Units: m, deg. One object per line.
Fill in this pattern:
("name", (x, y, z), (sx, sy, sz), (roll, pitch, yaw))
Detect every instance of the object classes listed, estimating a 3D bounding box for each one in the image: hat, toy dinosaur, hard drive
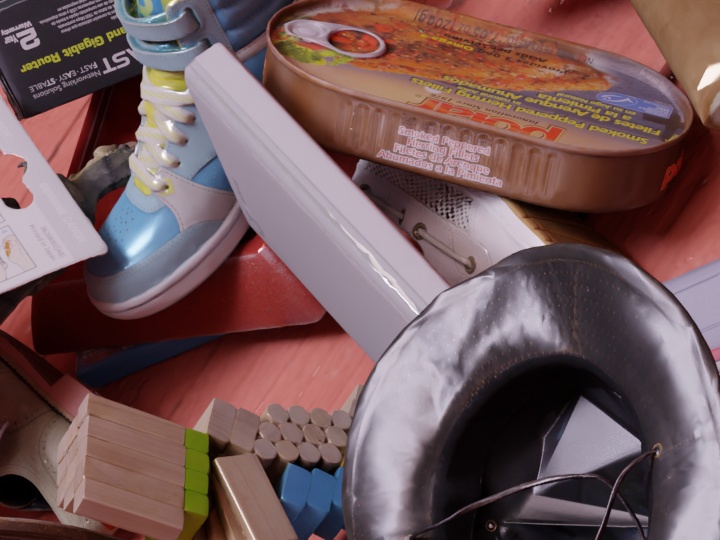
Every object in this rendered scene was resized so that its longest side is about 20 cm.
("hat", (0.086, 0.093, 1.048), (0.200, 0.081, 0.202), (-16, 65, 39))
("toy dinosaur", (-0.181, -0.005, 1.341), (0.088, 0.048, 0.201), (16, 58, 26))
("hard drive", (0.000, 0.000, 1.201), (0.026, 0.132, 0.200), (-36, 56, -10))

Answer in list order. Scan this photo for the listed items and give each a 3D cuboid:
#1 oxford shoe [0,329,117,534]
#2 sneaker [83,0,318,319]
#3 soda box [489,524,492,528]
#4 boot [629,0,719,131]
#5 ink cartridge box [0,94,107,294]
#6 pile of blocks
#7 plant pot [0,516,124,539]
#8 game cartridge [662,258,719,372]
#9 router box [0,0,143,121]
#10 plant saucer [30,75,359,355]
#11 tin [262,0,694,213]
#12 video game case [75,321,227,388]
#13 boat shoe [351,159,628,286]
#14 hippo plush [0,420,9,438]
("oxford shoe", (-0.178, 0.077, 1.379), (0.200, 0.071, 0.074), (27, 82, 48))
("sneaker", (-0.092, -0.082, 1.296), (0.200, 0.130, 0.079), (-53, 42, -3))
("soda box", (0.001, 0.160, 1.168), (0.199, 0.064, 0.069), (-16, 51, 31))
("boot", (0.127, -0.130, 1.241), (0.174, 0.066, 0.200), (-22, 44, -5))
("ink cartridge box", (-0.241, -0.003, 1.318), (0.199, 0.050, 0.162), (-24, 48, -18))
("pile of blocks", (-0.050, 0.102, 1.186), (0.062, 0.199, 0.082), (-55, 49, 39))
("plant pot", (-0.189, 0.225, 1.185), (0.199, 0.200, 0.200), (-14, 68, 33))
("game cartridge", (0.191, 0.063, 1.100), (0.132, 0.041, 0.201), (-22, 48, 22))
("router box", (-0.094, -0.164, 1.419), (0.199, 0.062, 0.150), (-21, 24, 10))
("plant saucer", (-0.081, -0.060, 1.395), (0.199, 0.037, 0.201), (-8, 57, 37))
("tin", (0.051, -0.076, 1.234), (0.199, 0.042, 0.112), (15, 25, 10))
("video game case", (-0.086, -0.046, 1.428), (0.142, 0.018, 0.201), (-23, 48, 28))
("boat shoe", (0.062, -0.006, 1.241), (0.070, 0.071, 0.200), (-58, 43, 12))
("hippo plush", (-0.285, 0.132, 1.328), (0.200, 0.160, 0.160), (-48, 51, 30))
